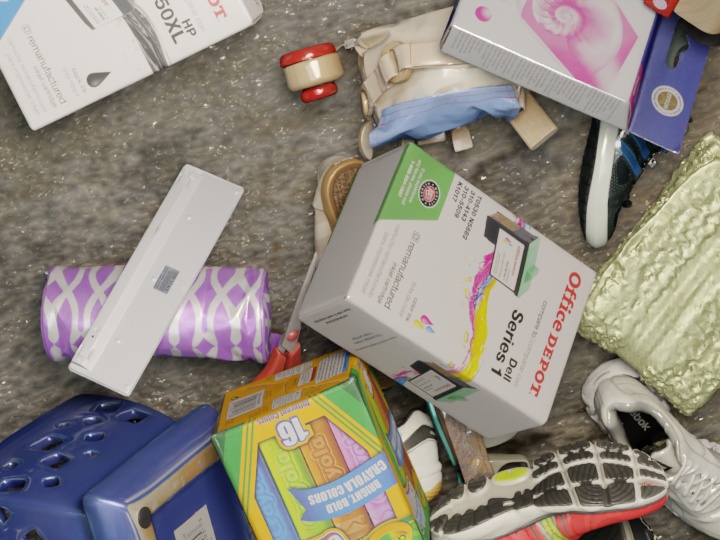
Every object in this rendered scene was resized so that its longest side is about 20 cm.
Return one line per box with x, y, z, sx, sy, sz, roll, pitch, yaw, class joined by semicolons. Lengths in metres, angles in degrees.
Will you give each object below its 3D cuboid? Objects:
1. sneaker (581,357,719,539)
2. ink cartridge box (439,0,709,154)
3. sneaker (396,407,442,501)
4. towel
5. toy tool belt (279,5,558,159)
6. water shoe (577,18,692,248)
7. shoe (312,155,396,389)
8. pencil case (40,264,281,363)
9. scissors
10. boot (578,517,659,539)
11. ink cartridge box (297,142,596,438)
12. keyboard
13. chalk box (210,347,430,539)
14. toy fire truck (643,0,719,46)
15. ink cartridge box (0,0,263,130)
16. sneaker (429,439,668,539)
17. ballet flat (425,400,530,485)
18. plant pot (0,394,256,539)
0.263;0.162;1.495;0.200;0.081;0.075;42;101;-9;sneaker
0.181;-0.212;1.364;0.199;0.043;0.197;22;62;-3;ink cartridge box
-0.031;0.152;1.520;0.199;0.076;0.088;-2;88;1;sneaker
0.279;0.004;1.468;0.148;0.036;0.200;38;94;-2;towel
0.046;-0.134;1.410;0.199;0.125;0.124;-14;95;7;toy tool belt
0.224;-0.111;1.432;0.078;0.072;0.201;9;105;-1;water shoe
0.000;0.000;1.486;0.070;0.053;0.201;-19;109;-26;shoe
-0.168;0.040;1.485;0.199;0.084;0.086;1;135;4;pencil case
-0.063;0.062;1.453;0.073;0.201;0.014;-25;58;-21;scissors
0.264;0.258;1.518;0.153;0.204;0.074;2;142;-37;boot
0.071;0.019;1.407;0.199;0.084;0.145;33;63;-21;ink cartridge box
-0.163;0.005;1.450;0.056;0.011;0.201;25;69;7;keyboard
-0.019;0.179;1.418;0.123;0.125;0.201;-23;101;6;chalk box
0.240;-0.298;1.336;0.199;0.129;0.176;34;62;7;toy fire truck
-0.196;-0.221;1.418;0.199;0.084;0.145;-25;102;8;ink cartridge box
0.157;0.199;1.463;0.199;0.077;0.085;-15;125;16;sneaker
0.104;0.154;1.512;0.067;0.068;0.201;-18;112;2;ballet flat
-0.193;0.222;1.444;0.179;0.200;0.201;-5;107;31;plant pot
